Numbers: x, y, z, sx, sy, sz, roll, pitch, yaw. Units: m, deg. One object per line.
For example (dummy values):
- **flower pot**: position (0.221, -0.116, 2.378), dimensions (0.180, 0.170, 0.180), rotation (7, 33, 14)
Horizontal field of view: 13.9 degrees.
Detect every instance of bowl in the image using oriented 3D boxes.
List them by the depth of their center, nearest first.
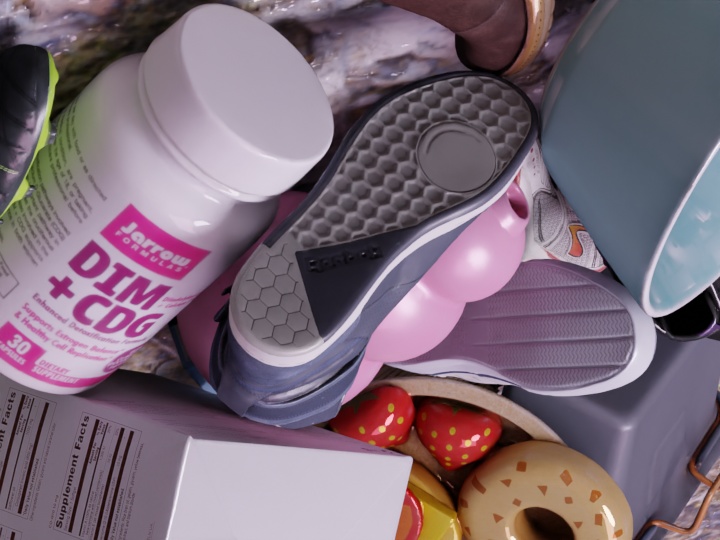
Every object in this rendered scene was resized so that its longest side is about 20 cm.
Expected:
- **bowl**: position (0.164, -0.088, 1.465), dimensions (0.201, 0.105, 0.201), rotation (-45, 161, -21)

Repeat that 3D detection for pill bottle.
- **pill bottle**: position (-0.111, -0.035, 1.456), dimensions (0.113, 0.114, 0.200), rotation (8, 141, -44)

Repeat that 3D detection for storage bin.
- **storage bin**: position (0.155, 0.081, 1.763), dimensions (0.200, 0.145, 0.134), rotation (-48, 158, -41)

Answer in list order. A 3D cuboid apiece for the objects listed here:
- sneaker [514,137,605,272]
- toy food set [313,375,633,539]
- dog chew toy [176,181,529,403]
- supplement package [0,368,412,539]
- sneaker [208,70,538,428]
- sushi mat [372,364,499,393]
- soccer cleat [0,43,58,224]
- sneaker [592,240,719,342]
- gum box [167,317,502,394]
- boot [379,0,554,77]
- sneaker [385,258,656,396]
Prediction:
- **sneaker**: position (0.101, -0.043, 1.649), dimensions (0.082, 0.078, 0.200), rotation (-31, 159, 0)
- **toy food set**: position (0.043, 0.149, 1.697), dimensions (0.200, 0.049, 0.198), rotation (30, 123, -7)
- **dog chew toy**: position (0.000, 0.000, 1.568), dimensions (0.200, 0.125, 0.124), rotation (-24, 154, 28)
- **supplement package**: position (-0.118, 0.139, 1.581), dimensions (0.200, 0.147, 0.191), rotation (15, -177, 38)
- **sneaker**: position (0.001, -0.006, 1.473), dimensions (0.202, 0.077, 0.146), rotation (-42, 167, -23)
- **sushi mat**: position (-0.018, 0.105, 1.729), dimensions (0.200, 0.012, 0.096), rotation (-38, 130, 13)
- **soccer cleat**: position (-0.217, -0.043, 1.428), dimensions (0.081, 0.068, 0.200), rotation (18, 136, -33)
- **sneaker**: position (0.176, 0.012, 1.612), dimensions (0.076, 0.088, 0.200), rotation (-26, 145, 20)
- **gum box**: position (-0.004, 0.043, 1.750), dimensions (0.170, 0.045, 0.200), rotation (-23, 154, 5)
- **boot**: position (0.010, -0.154, 1.404), dimensions (0.166, 0.072, 0.200), rotation (-2, 155, -6)
- **sneaker**: position (0.092, 0.029, 1.601), dimensions (0.071, 0.073, 0.200), rotation (4, -178, -42)
